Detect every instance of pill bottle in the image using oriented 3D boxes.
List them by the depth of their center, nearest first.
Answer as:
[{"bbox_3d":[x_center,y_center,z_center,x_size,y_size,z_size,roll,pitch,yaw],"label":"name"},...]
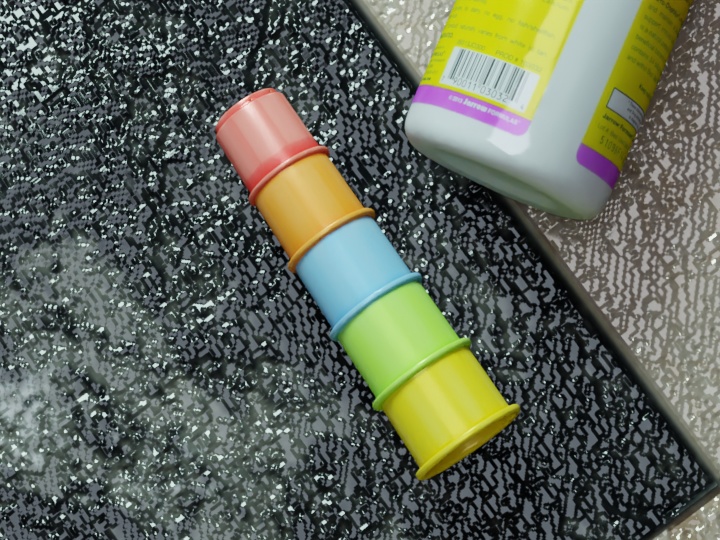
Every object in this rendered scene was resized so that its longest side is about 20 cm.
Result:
[{"bbox_3d":[0.103,-0.133,1.018,0.104,0.104,0.201,23,87,10],"label":"pill bottle"}]

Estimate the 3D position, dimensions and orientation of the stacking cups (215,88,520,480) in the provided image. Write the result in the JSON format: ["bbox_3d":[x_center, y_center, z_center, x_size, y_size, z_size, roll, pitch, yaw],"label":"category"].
[{"bbox_3d":[0.000,0.000,1.040,0.060,0.061,0.201,-33,80,3],"label":"stacking cups"}]
